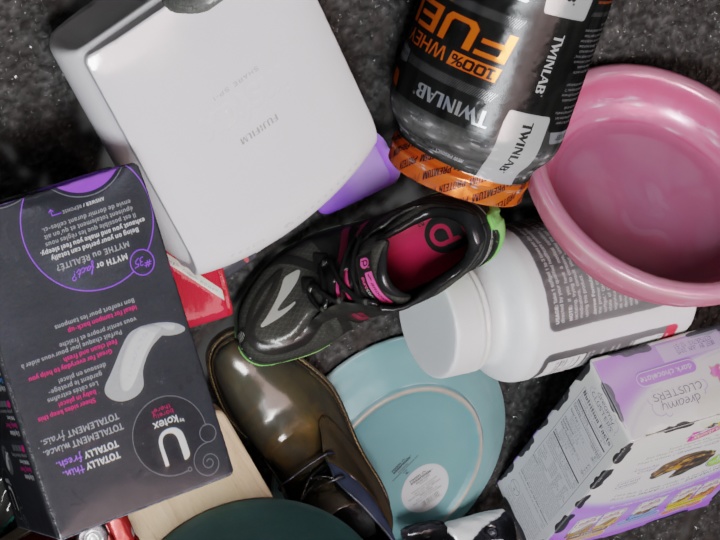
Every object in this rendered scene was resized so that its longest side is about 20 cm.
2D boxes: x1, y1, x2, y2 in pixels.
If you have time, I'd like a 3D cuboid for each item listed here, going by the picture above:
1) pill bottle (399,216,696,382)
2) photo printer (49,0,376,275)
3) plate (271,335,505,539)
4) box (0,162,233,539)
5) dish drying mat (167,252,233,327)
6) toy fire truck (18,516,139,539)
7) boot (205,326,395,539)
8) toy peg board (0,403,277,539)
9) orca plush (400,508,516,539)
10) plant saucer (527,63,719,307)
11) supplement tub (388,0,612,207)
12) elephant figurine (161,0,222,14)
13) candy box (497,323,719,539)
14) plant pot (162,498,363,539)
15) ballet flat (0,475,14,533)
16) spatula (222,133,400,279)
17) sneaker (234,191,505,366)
[{"bbox_3d":[0.132,0.017,1.626,0.199,0.111,0.112,-12,121,-27],"label":"pill bottle"},{"bbox_3d":[-0.084,-0.106,1.440,0.166,0.069,0.201,-36,126,-15],"label":"photo printer"},{"bbox_3d":[0.027,0.141,1.682,0.199,0.026,0.202,-15,121,-26],"label":"plate"},{"bbox_3d":[-0.174,0.048,1.400,0.121,0.106,0.202,-19,95,-22],"label":"box"},{"bbox_3d":[-0.180,0.018,1.469,0.199,0.018,0.077,-16,98,-25],"label":"dish drying mat"},{"bbox_3d":[-0.214,0.246,1.444,0.199,0.049,0.142,-26,109,-14],"label":"toy fire truck"},{"bbox_3d":[-0.032,0.126,1.573,0.075,0.097,0.200,-37,116,1],"label":"boot"},{"bbox_3d":[-0.142,0.214,1.541,0.198,0.098,0.201,-33,110,-10],"label":"toy peg board"},{"bbox_3d":[0.035,0.242,1.690,0.199,0.071,0.106,-12,146,-28],"label":"orca plush"},{"bbox_3d":[0.204,-0.053,1.599,0.199,0.201,0.051,-12,151,-27],"label":"plant saucer"},{"bbox_3d":[0.093,-0.152,1.503,0.122,0.122,0.201,6,111,-35],"label":"supplement tub"},{"bbox_3d":[-0.092,-0.221,1.295,0.141,0.200,0.156,10,109,-36],"label":"elephant figurine"},{"bbox_3d":[0.217,0.123,1.704,0.167,0.072,0.200,-13,154,-27],"label":"candy box"},{"bbox_3d":[-0.046,0.264,1.447,0.199,0.161,0.202,-4,103,-18],"label":"plant pot"},{"bbox_3d":[-0.211,0.102,1.483,0.200,0.068,0.068,-45,122,-4],"label":"ballet flat"},{"bbox_3d":[-0.063,-0.027,1.535,0.199,0.021,0.057,-37,130,-10],"label":"spatula"},{"bbox_3d":[0.000,0.000,1.523,0.199,0.084,0.077,-29,90,9],"label":"sneaker"}]
